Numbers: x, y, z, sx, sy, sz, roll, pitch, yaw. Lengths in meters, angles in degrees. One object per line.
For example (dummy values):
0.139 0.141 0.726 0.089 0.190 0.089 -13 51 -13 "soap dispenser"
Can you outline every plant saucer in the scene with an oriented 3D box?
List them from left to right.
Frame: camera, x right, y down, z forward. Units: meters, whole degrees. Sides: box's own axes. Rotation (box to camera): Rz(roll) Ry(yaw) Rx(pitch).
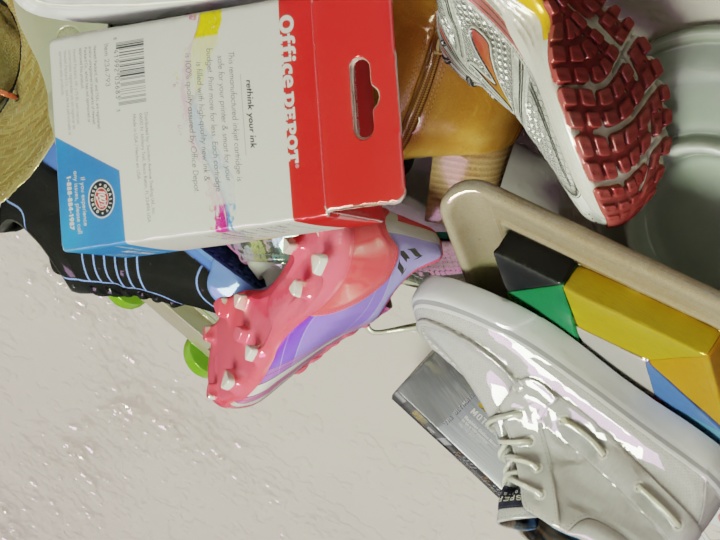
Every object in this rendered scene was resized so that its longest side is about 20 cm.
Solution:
0.192 -0.026 1.520 0.200 0.050 0.200 17 123 29 "plant saucer"

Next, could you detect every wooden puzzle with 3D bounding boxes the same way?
0.142 0.038 1.544 0.200 0.037 0.185 22 158 24 "wooden puzzle"

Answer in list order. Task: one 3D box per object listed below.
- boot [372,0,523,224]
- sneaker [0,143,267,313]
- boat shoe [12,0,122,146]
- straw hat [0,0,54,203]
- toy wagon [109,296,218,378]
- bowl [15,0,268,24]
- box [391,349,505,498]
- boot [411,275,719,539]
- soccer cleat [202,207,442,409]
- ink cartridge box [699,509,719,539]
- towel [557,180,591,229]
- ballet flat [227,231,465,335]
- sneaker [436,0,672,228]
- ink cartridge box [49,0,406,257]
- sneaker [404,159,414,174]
-0.009 -0.106 1.581 0.201 0.071 0.144 8 116 3 "boot"
-0.131 -0.010 1.749 0.200 0.070 0.078 35 108 25 "sneaker"
-0.145 -0.130 1.648 0.071 0.063 0.200 -16 81 23 "boat shoe"
-0.231 -0.120 1.751 0.201 0.201 0.085 16 -177 24 "straw hat"
-0.105 -0.011 1.836 0.200 0.040 0.155 42 144 -9 "toy wagon"
-0.116 -0.210 1.520 0.200 0.075 0.200 0 126 15 "bowl"
0.091 0.108 1.711 0.158 0.048 0.200 44 177 3 "box"
0.094 0.090 1.557 0.200 0.096 0.074 33 162 8 "boot"
-0.027 0.025 1.625 0.076 0.067 0.200 7 149 -24 "soccer cleat"
0.217 0.103 1.711 0.162 0.050 0.200 -6 133 42 "ink cartridge box"
0.174 0.023 1.611 0.147 0.024 0.200 14 122 32 "towel"
0.000 0.000 1.686 0.200 0.071 0.069 9 180 -2 "ballet flat"
0.090 -0.114 1.496 0.082 0.078 0.200 -29 85 50 "sneaker"
-0.058 -0.075 1.528 0.200 0.116 0.067 -7 174 25 "ink cartridge box"
-0.060 -0.076 1.710 0.200 0.060 0.104 18 154 12 "sneaker"
